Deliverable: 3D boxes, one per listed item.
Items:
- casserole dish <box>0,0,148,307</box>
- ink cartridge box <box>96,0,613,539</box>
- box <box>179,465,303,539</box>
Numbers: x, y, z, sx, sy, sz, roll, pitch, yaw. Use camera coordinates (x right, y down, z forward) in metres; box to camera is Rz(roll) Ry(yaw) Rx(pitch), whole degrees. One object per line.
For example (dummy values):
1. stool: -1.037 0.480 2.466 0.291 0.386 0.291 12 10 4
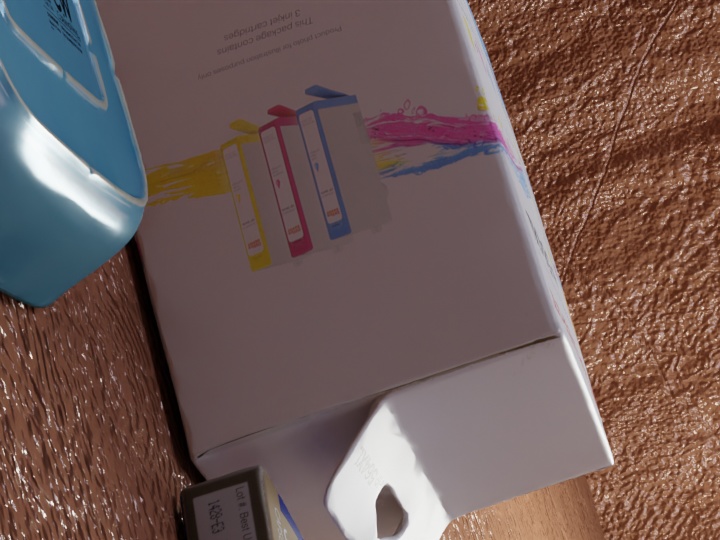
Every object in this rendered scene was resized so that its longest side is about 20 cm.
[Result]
1. casserole dish: -0.094 -0.060 0.686 0.200 0.039 0.122 50 23 -77
2. ink cartridge box: 0.000 0.000 0.939 0.129 0.125 0.201 59 13 -64
3. box: -0.003 0.168 0.856 0.121 0.032 0.200 -103 173 -47
